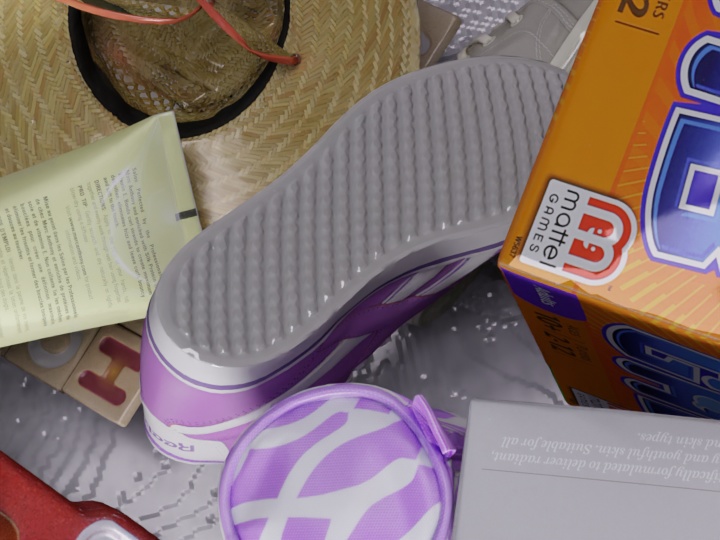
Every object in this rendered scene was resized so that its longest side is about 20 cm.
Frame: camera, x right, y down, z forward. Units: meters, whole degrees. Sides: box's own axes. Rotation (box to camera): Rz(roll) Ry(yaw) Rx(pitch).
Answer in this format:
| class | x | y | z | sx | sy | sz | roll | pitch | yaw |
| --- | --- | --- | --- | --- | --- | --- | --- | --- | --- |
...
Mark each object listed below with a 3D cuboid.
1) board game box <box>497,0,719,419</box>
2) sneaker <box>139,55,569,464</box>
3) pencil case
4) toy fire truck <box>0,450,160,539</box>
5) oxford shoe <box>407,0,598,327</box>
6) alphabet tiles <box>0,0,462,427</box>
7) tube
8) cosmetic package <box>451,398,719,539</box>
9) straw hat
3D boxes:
| class | x | y | z | sx | sy | sz | roll | pitch | yaw |
| --- | --- | --- | --- | --- | --- | --- | --- | --- | --- |
| board game box | 0.186 | -0.035 | 1.021 | 0.199 | 0.200 | 0.201 | 19 | 79 | 15 |
| sneaker | -0.001 | 0.000 | 1.063 | 0.200 | 0.114 | 0.073 | -29 | 67 | -24 |
| pencil case | 0.011 | 0.083 | 1.026 | 0.085 | 0.200 | 0.084 | -28 | 82 | 8 |
| toy fire truck | -0.179 | 0.147 | 1.075 | 0.168 | 0.112 | 0.200 | 37 | 77 | -19 |
| oxford shoe | 0.060 | -0.072 | 1.123 | 0.058 | 0.075 | 0.200 | 37 | 89 | 15 |
| alphabet tiles | -0.075 | -0.043 | 1.149 | 0.167 | 0.008 | 0.200 | 27 | 80 | 34 |
| tube | -0.154 | 0.005 | 1.077 | 0.199 | 0.058 | 0.052 | -17 | 58 | -8 |
| cosmetic package | 0.094 | 0.103 | 0.998 | 0.106 | 0.200 | 0.091 | 5 | 76 | 9 |
| straw hat | -0.066 | -0.102 | 1.112 | 0.200 | 0.085 | 0.202 | 1 | 109 | 3 |
